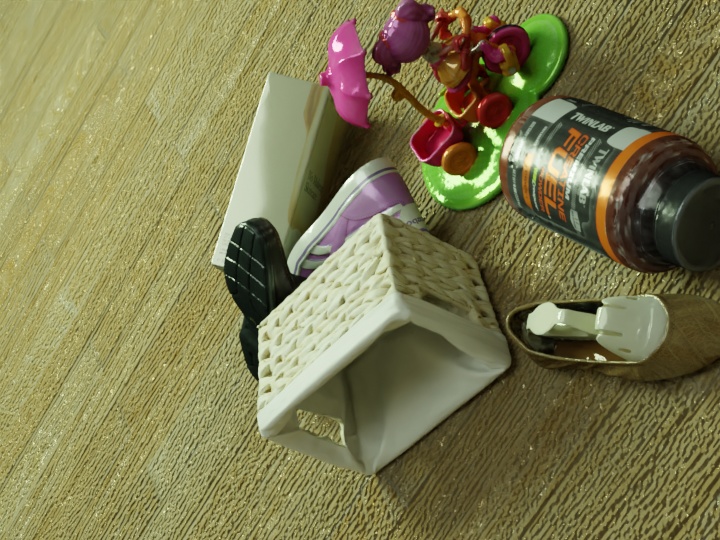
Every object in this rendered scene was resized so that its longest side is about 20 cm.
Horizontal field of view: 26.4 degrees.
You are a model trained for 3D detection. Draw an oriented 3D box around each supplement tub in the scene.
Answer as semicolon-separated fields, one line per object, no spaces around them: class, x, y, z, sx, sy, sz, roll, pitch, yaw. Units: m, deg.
supplement tub;0.200;-0.063;1.172;0.200;0.106;0.108;30;97;54

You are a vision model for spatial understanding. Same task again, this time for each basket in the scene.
basket;0.013;0.064;1.331;0.200;0.135;0.124;-41;40;33

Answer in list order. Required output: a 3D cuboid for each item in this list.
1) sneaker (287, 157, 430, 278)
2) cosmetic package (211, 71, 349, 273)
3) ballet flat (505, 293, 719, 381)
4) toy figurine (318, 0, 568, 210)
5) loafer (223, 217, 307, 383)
sneaker;0.000;0.000;1.433;0.115;0.072;0.201;56;142;17
cosmetic package;-0.076;-0.083;1.530;0.070;0.105;0.202;15;84;14
ballet flat;0.185;0.044;1.166;0.199;0.072;0.069;0;73;52
toy figurine;0.058;-0.173;1.344;0.201;0.183;0.151;-52;39;20
loafer;-0.077;0.023;1.431;0.073;0.072;0.201;39;149;34
